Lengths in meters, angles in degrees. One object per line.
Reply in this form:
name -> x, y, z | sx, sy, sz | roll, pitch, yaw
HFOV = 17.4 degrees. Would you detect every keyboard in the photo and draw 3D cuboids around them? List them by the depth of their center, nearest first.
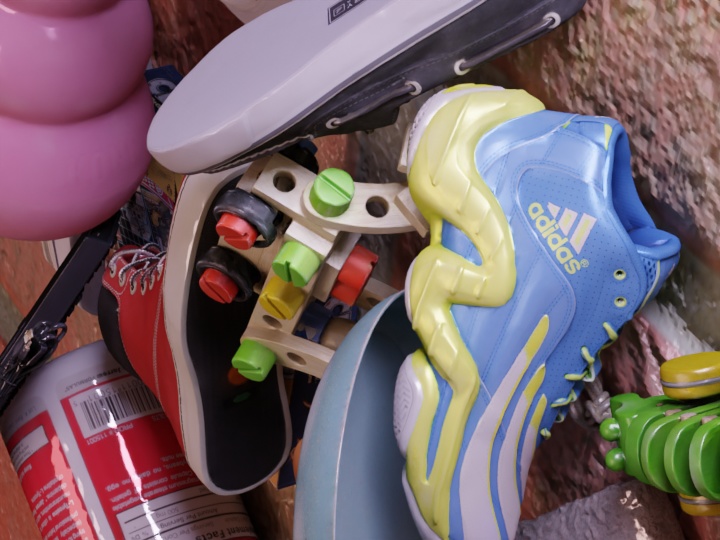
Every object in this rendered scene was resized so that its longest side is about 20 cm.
keyboard -> -0.187, 0.056, 1.261 | 0.200, 0.021, 0.127 | -55, 8, 22

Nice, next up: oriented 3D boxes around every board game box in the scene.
board game box -> -0.073, 0.001, 1.250 | 0.200, 0.035, 0.136 | 48, 142, 38

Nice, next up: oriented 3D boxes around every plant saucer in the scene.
plant saucer -> 0.013, 0.107, 0.965 | 0.027, 0.200, 0.200 | -2, 106, 20

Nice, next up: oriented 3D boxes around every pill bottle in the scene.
pill bottle -> -0.120, 0.145, 1.324 | 0.200, 0.112, 0.112 | 66, 150, 15

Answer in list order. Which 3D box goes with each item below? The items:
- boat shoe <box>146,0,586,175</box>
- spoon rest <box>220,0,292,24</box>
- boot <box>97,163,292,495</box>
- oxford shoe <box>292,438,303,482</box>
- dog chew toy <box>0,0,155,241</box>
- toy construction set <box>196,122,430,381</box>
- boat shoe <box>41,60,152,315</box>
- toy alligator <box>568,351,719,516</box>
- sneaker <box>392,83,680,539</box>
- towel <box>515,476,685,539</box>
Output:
boat shoe -> 0.001, -0.084, 0.961 | 0.200, 0.057, 0.069 | -28, 33, 26
spoon rest -> -0.074, -0.178, 1.158 | 0.200, 0.061, 0.099 | 32, 133, 34
boot -> -0.091, -0.003, 1.175 | 0.144, 0.072, 0.200 | 48, 145, 41
oxford shoe -> -0.023, 0.166, 1.088 | 0.071, 0.071, 0.200 | -118, 25, -72
dog chew toy -> -0.158, -0.111, 1.177 | 0.125, 0.125, 0.200 | 53, 144, 34
toy construction set -> 0.000, 0.000, 1.041 | 0.131, 0.092, 0.200 | 31, 140, 2
boat shoe -> -0.160, -0.072, 1.338 | 0.070, 0.071, 0.200 | 39, 142, 43
toy alligator -> 0.122, 0.066, 0.920 | 0.200, 0.054, 0.059 | 5, 107, 60
sneaker -> 0.071, 0.027, 0.930 | 0.105, 0.076, 0.200 | 2, 103, 23
towel -> 0.096, 0.170, 1.038 | 0.200, 0.034, 0.133 | -36, 73, 59
